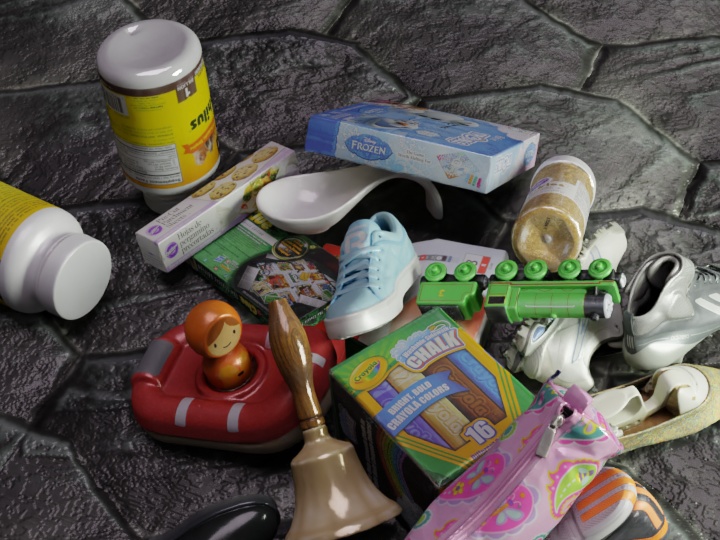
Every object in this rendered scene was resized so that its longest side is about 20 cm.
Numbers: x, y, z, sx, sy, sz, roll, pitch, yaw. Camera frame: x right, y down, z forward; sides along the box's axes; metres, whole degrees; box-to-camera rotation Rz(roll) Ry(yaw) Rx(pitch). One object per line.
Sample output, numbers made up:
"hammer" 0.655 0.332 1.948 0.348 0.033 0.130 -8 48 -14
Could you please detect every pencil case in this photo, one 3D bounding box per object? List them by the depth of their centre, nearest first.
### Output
"pencil case" 0.113 0.175 1.025 0.200 0.087 0.087 -47 53 0

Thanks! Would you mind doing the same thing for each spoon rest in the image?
"spoon rest" -0.011 -0.080 1.397 0.199 0.061 0.099 -5 31 -16

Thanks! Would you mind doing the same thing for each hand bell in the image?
"hand bell" -0.041 0.121 1.121 0.104 0.104 0.201 -15 87 -11

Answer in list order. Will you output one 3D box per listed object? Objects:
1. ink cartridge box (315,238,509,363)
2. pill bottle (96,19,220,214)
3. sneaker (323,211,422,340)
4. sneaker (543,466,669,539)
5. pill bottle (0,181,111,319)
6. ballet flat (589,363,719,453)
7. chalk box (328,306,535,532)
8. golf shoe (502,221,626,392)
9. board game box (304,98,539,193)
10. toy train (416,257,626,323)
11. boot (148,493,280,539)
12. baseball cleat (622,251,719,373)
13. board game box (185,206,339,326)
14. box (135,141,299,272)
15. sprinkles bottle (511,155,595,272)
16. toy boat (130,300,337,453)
"ink cartridge box" 0.033 0.029 1.320 0.199 0.050 0.163 13 47 13
"pill bottle" -0.209 -0.157 1.416 0.109 0.201 0.110 -3 45 3
"sneaker" 0.000 0.000 1.234 0.074 0.082 0.200 -21 13 18
"sneaker" 0.162 0.247 1.075 0.200 0.112 0.078 -33 34 21
"pill bottle" -0.357 -0.025 1.360 0.199 0.113 0.112 22 51 25
"ballet flat" 0.256 0.121 1.197 0.199 0.071 0.071 -19 47 -14
"chalk box" 0.055 0.128 1.166 0.124 0.125 0.200 -28 51 -21
"golf shoe" 0.223 0.041 1.290 0.097 0.078 0.200 32 60 10
"board game box" 0.071 -0.137 1.418 0.198 0.044 0.200 15 17 17
"toy train" 0.145 0.021 1.233 0.199 0.042 0.057 -1 53 25
"boot" -0.117 0.290 1.051 0.164 0.066 0.200 -27 42 2
"baseball cleat" 0.320 0.016 1.260 0.070 0.107 0.200 19 43 41
"board game box" -0.092 -0.003 1.360 0.105 0.024 0.200 -32 43 -23
"box" -0.147 -0.070 1.407 0.041 0.039 0.200 24 49 39
"sprinkles bottle" 0.195 -0.059 1.324 0.068 0.069 0.200 7 20 11
"toy boat" -0.120 0.081 1.207 0.199 0.131 0.131 3 45 21
